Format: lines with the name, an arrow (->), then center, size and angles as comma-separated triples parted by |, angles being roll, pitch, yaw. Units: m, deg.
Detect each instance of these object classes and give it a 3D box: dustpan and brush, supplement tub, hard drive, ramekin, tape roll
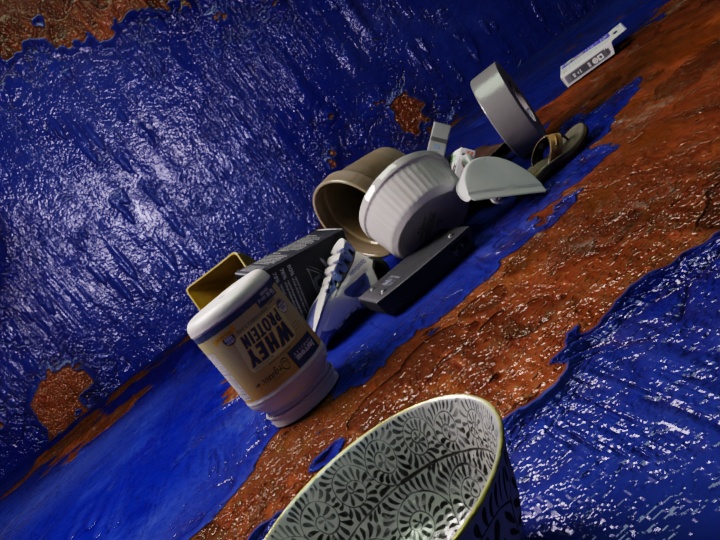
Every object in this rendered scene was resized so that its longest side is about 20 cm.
dustpan and brush -> 0.214, -0.166, 1.209 | 0.139, 0.057, 0.200 | -8, 44, -12
supplement tub -> -0.139, 0.115, 1.030 | 0.144, 0.200, 0.144 | -37, 10, 7
hard drive -> 0.095, 0.001, 1.178 | 0.200, 0.042, 0.135 | -39, 10, -11
ramekin -> 0.105, -0.107, 1.259 | 0.202, 0.094, 0.203 | -28, -34, -20
tape roll -> 0.314, -0.336, 1.475 | 0.066, 0.200, 0.200 | -34, 11, 23

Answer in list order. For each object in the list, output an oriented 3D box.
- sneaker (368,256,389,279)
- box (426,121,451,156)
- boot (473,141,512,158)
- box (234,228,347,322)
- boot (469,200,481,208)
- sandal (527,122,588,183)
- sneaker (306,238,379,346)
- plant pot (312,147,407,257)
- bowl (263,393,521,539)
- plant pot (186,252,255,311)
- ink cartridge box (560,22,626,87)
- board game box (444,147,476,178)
sneaker -> -0.001, -0.001, 1.458 | 0.201, 0.067, 0.108 | -30, 12, 42
box -> 0.141, -0.184, 1.454 | 0.156, 0.041, 0.200 | 99, -172, -52
boot -> 0.244, -0.232, 1.622 | 0.200, 0.072, 0.166 | -37, 7, -17
box -> -0.106, 0.027, 1.308 | 0.200, 0.148, 0.104 | -29, 17, -29
boot -> 0.248, -0.166, 1.395 | 0.075, 0.074, 0.200 | -9, 3, -5
sandal -> 0.330, -0.207, 1.249 | 0.200, 0.055, 0.082 | -40, 10, -13
sneaker -> -0.017, 0.054, 1.244 | 0.200, 0.115, 0.081 | -70, 16, -11
plant pot -> 0.029, -0.157, 1.445 | 0.200, 0.200, 0.174 | -25, 25, 53
bowl -> 0.031, 0.179, 0.439 | 0.201, 0.094, 0.201 | -37, 9, 7
plant pot -> -0.358, 0.070, 2.106 | 0.200, 0.200, 0.176 | -35, -2, 15
ink cartridge box -> 0.644, -0.594, 1.930 | 0.200, 0.043, 0.198 | -35, 10, 27
board game box -> 0.187, -0.175, 1.435 | 0.200, 0.035, 0.127 | -136, 60, -86
